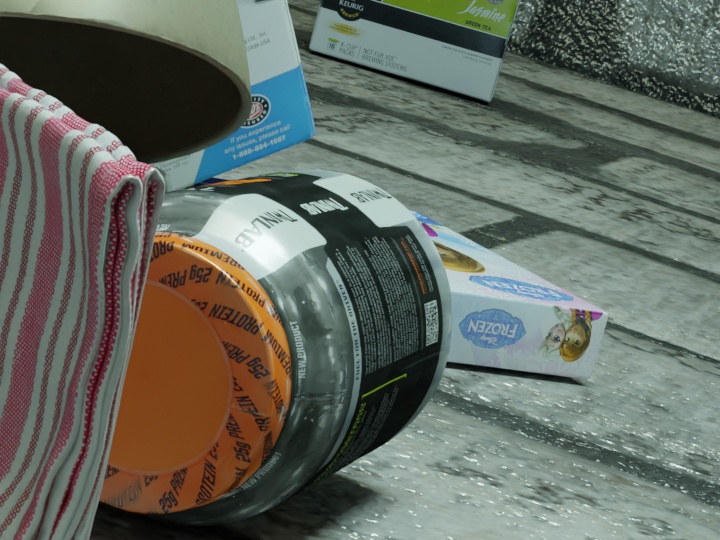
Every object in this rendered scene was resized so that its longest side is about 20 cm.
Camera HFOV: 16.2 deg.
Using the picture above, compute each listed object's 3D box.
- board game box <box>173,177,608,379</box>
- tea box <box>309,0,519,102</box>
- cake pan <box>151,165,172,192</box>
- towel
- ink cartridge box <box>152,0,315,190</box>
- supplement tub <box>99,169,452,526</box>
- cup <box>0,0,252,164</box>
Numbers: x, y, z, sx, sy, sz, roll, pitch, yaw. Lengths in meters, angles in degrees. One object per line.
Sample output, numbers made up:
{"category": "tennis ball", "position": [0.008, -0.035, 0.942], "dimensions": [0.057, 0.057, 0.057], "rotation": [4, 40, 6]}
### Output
{"category": "board game box", "position": [0.000, 0.000, 1.390], "dimensions": [0.199, 0.041, 0.199], "rotation": [8, 13, -36]}
{"category": "tea box", "position": [0.068, -0.300, 2.625], "dimensions": [0.199, 0.198, 0.134], "rotation": [17, 10, 1]}
{"category": "cake pan", "position": [-0.168, -0.019, 1.092], "dimensions": [0.199, 0.037, 0.200], "rotation": [-3, 10, 0]}
{"category": "towel", "position": [-0.128, 0.010, 0.861], "dimensions": [0.030, 0.147, 0.200], "rotation": [6, 14, -31]}
{"category": "ink cartridge box", "position": [-0.121, -0.147, 1.352], "dimensions": [0.146, 0.201, 0.086], "rotation": [-22, 28, -18]}
{"category": "supplement tub", "position": [-0.045, 0.027, 0.962], "dimensions": [0.122, 0.123, 0.200], "rotation": [19, 10, 14]}
{"category": "cup", "position": [-0.142, -0.135, 1.021], "dimensions": [0.199, 0.144, 0.200], "rotation": [0, -15, 0]}
